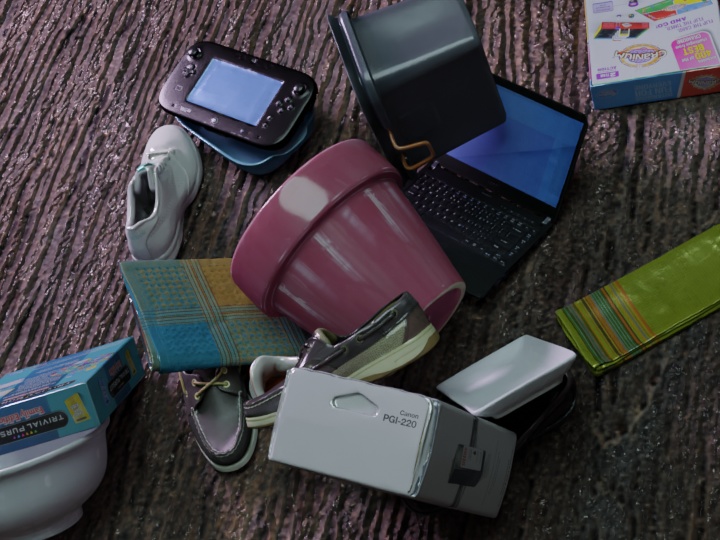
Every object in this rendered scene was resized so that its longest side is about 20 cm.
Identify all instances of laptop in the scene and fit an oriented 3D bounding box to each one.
[{"bbox_3d":[0.116,-0.098,1.501,0.176,0.104,0.200,29,59,34],"label":"laptop"}]

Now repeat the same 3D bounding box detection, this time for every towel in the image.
[{"bbox_3d":[0.296,0.025,1.408,0.199,0.018,0.086,-29,52,-4],"label":"towel"},{"bbox_3d":[-0.139,0.043,1.474,0.198,0.022,0.147,-3,47,-27],"label":"towel"}]

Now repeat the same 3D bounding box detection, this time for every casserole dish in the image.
[{"bbox_3d":[-0.134,-0.180,1.689,0.121,0.039,0.199,-44,53,-15],"label":"casserole dish"}]

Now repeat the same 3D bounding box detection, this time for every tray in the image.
[{"bbox_3d":[0.135,0.102,1.326,0.107,0.200,0.022,-28,95,-5],"label":"tray"}]

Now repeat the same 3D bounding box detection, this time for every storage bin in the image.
[{"bbox_3d":[0.067,-0.188,1.450,0.133,0.200,0.147,-23,60,7],"label":"storage bin"}]

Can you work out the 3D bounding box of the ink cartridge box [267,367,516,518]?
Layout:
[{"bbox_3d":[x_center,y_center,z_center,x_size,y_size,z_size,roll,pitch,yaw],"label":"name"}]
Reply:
[{"bbox_3d":[0.032,0.150,1.227,0.144,0.200,0.086,10,79,27],"label":"ink cartridge box"}]

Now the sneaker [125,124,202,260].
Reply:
[{"bbox_3d":[-0.232,-0.102,1.632,0.074,0.089,0.202,-9,52,14],"label":"sneaker"}]

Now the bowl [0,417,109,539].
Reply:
[{"bbox_3d":[-0.332,0.213,1.407,0.199,0.091,0.201,-16,10,3],"label":"bowl"}]

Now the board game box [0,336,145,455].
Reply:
[{"bbox_3d":[-0.314,0.130,1.438,0.149,0.047,0.200,-17,9,7],"label":"board game box"}]

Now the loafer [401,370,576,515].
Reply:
[{"bbox_3d":[0.118,0.152,1.335,0.199,0.063,0.072,-35,72,-10],"label":"loafer"}]

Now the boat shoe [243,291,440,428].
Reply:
[{"bbox_3d":[-0.025,0.083,1.322,0.199,0.073,0.065,-27,94,5],"label":"boat shoe"}]

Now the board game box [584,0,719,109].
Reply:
[{"bbox_3d":[0.329,-0.278,1.604,0.151,0.040,0.202,-7,53,14],"label":"board game box"}]

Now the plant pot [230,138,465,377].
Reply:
[{"bbox_3d":[0.000,0.000,1.420,0.200,0.200,0.179,-42,73,-14],"label":"plant pot"}]

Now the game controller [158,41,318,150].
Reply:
[{"bbox_3d":[-0.144,-0.204,1.659,0.199,0.042,0.105,22,64,31],"label":"game controller"}]

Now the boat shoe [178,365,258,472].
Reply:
[{"bbox_3d":[-0.154,0.111,1.466,0.071,0.061,0.202,-20,51,4],"label":"boat shoe"}]

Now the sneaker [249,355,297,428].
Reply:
[{"bbox_3d":[-0.026,0.139,1.394,0.198,0.080,0.079,14,60,25],"label":"sneaker"}]
